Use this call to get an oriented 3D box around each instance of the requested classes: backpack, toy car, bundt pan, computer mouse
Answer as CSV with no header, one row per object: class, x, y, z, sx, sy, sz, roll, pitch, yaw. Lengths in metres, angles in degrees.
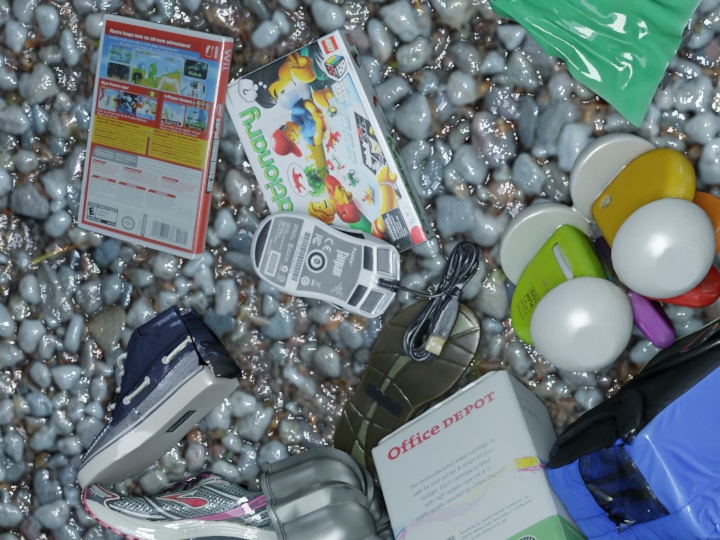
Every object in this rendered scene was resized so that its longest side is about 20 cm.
backpack,0.243,0.159,1.229,0.162,0.200,0.169,-27,88,-25
toy car,0.218,0.000,1.308,0.150,0.175,0.200,36,109,-29
bundt pan,-0.006,0.238,1.375,0.075,0.202,0.203,-29,88,6
computer mouse,0.000,0.000,1.376,0.199,0.044,0.110,20,97,19

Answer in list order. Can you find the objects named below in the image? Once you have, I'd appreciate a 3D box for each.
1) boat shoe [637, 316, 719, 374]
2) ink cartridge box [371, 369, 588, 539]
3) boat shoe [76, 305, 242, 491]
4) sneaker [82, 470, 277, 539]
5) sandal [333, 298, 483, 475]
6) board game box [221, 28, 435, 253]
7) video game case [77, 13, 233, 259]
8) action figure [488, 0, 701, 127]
boat shoe,0.292,0.084,1.330,0.201,0.063,0.074,-39,88,21
ink cartridge box,0.106,0.206,1.336,0.145,0.087,0.201,-33,47,17
boat shoe,-0.202,0.117,1.488,0.200,0.075,0.093,-39,69,18
sneaker,-0.158,0.220,1.479,0.198,0.081,0.075,7,83,2
sandal,0.044,0.100,1.416,0.082,0.055,0.201,37,120,15
board game box,-0.030,-0.096,1.417,0.126,0.035,0.201,-23,90,19
video game case,-0.188,-0.123,1.453,0.142,0.017,0.202,15,102,30
action figure,0.176,-0.219,1.330,0.199,0.055,0.119,32,107,18
